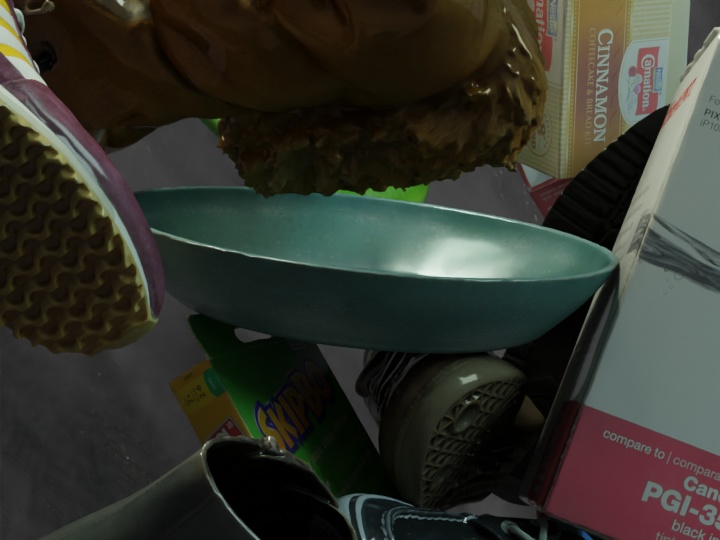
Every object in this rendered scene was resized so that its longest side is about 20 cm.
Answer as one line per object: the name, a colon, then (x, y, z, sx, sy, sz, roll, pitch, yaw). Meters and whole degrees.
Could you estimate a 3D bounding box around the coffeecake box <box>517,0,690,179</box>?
coffeecake box: (0.078, -0.144, 1.055, 0.073, 0.154, 0.200, -8, 19, -26)

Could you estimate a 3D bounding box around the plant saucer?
plant saucer: (0.000, 0.000, 0.838, 0.200, 0.200, 0.036, -15, 113, -66)

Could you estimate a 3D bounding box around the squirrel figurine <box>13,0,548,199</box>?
squirrel figurine: (-0.037, -0.084, 0.822, 0.200, 0.187, 0.142, 47, 25, -37)

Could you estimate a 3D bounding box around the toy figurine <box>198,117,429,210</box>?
toy figurine: (0.017, -0.153, 0.977, 0.150, 0.184, 0.200, 28, 27, -19)

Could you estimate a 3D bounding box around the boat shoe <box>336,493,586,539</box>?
boat shoe: (0.059, 0.123, 0.812, 0.200, 0.068, 0.072, 34, 31, -45)

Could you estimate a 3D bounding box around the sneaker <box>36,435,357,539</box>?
sneaker: (-0.018, 0.127, 0.669, 0.200, 0.106, 0.075, 34, 31, -42)

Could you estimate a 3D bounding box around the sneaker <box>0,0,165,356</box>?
sneaker: (-0.132, -0.062, 0.738, 0.200, 0.075, 0.090, 50, 28, -16)

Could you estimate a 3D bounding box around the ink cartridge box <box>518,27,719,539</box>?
ink cartridge box: (0.139, 0.018, 0.868, 0.083, 0.200, 0.147, 22, -3, 3)

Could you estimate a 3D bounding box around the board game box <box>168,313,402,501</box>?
board game box: (-0.006, 0.104, 0.827, 0.200, 0.030, 0.096, 62, 22, 8)

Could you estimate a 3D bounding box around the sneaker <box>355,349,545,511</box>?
sneaker: (0.024, 0.055, 0.882, 0.076, 0.070, 0.200, 38, -3, 14)

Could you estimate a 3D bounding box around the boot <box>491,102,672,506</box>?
boot: (0.126, 0.011, 1.028, 0.077, 0.200, 0.138, 35, 14, 14)

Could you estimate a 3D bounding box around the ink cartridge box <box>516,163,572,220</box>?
ink cartridge box: (0.132, -0.063, 1.241, 0.200, 0.067, 0.117, 49, 19, -59)

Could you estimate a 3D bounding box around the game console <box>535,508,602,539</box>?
game console: (0.182, 0.188, 0.982, 0.200, 0.172, 0.119, 45, 51, -23)
